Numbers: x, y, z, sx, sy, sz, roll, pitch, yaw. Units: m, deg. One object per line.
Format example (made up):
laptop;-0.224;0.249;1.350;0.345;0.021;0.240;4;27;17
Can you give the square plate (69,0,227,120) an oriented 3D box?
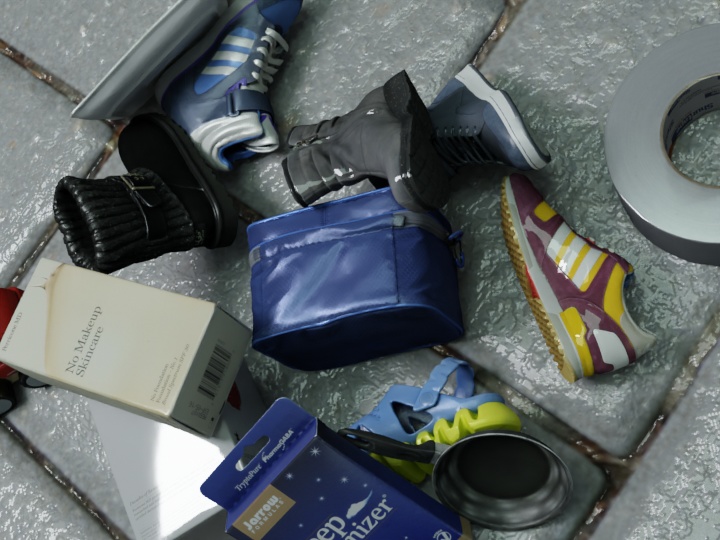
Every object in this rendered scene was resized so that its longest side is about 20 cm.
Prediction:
square plate;-0.209;-0.225;1.112;0.200;0.198;0.028;-44;97;3

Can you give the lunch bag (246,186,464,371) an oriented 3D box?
lunch bag;0.000;0.000;0.954;0.199;0.136;0.133;-14;68;16

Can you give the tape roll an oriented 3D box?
tape roll;0.312;-0.107;0.901;0.199;0.066;0.201;-8;70;21

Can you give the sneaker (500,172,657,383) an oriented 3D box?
sneaker;0.185;-0.004;0.923;0.090;0.075;0.201;-18;67;0

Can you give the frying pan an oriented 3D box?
frying pan;0.080;0.170;0.878;0.189;0.115;0.031;2;37;11

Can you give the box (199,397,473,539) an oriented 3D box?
box;-0.022;0.201;0.865;0.121;0.200;0.032;-48;16;18

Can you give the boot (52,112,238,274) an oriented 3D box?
boot;-0.234;-0.082;1.045;0.211;0.157;0.080;45;136;39

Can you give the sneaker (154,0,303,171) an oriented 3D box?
sneaker;-0.106;-0.193;1.106;0.200;0.081;0.147;-41;70;2

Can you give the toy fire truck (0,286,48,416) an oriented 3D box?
toy fire truck;-0.432;0.067;1.076;0.176;0.200;0.129;-31;64;10

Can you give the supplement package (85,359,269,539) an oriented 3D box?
supplement package;-0.156;0.151;0.976;0.120;0.121;0.200;-33;63;9

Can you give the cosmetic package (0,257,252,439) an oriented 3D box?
cosmetic package;-0.205;0.065;0.917;0.199;0.073;0.104;12;72;27

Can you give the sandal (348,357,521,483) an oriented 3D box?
sandal;0.039;0.139;0.931;0.199;0.080;0.087;-21;54;9

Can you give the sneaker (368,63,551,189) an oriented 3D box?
sneaker;0.082;-0.102;0.954;0.146;0.077;0.202;-37;24;5

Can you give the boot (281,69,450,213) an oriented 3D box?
boot;-0.001;-0.084;0.890;0.131;0.070;0.200;-26;27;13
